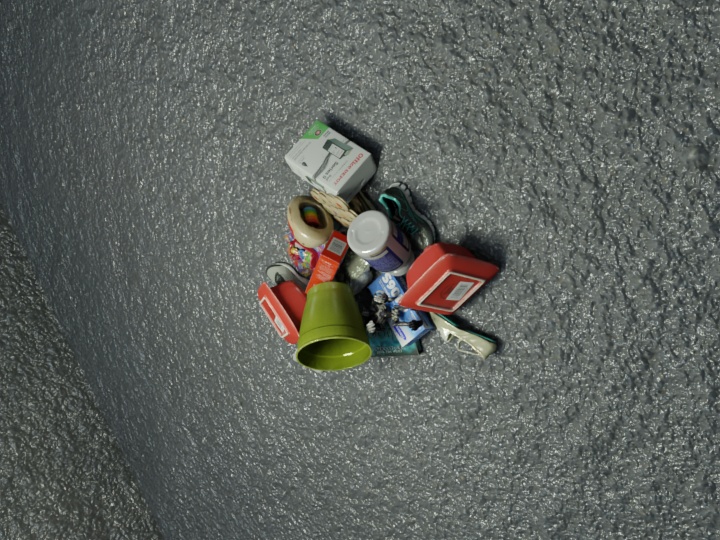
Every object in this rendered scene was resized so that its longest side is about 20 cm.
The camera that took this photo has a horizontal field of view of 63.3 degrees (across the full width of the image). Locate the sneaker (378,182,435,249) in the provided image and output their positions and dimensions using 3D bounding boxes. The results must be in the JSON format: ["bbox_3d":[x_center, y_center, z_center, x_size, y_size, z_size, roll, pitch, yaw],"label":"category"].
[{"bbox_3d":[0.114,-0.133,1.516,0.200,0.091,0.078,55,130,10],"label":"sneaker"}]

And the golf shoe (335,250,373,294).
[{"bbox_3d":[0.000,0.000,1.650,0.200,0.097,0.078,-55,51,44],"label":"golf shoe"}]

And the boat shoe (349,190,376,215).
[{"bbox_3d":[-0.035,-0.206,1.619,0.202,0.075,0.075,46,128,17],"label":"boat shoe"}]

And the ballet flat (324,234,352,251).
[{"bbox_3d":[-0.023,-0.076,1.652,0.200,0.075,0.068,-5,95,39],"label":"ballet flat"}]

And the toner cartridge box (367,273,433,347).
[{"bbox_3d":[0.108,0.099,1.600,0.095,0.043,0.200,-44,65,33],"label":"toner cartridge box"}]

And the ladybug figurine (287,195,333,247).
[{"bbox_3d":[-0.148,-0.136,1.658,0.072,0.136,0.200,-59,29,37],"label":"ladybug figurine"}]

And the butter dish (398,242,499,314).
[{"bbox_3d":[0.200,-0.001,1.447,0.200,0.199,0.148,-50,44,32],"label":"butter dish"}]

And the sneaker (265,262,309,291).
[{"bbox_3d":[-0.231,0.037,1.853,0.200,0.079,0.074,29,123,29],"label":"sneaker"}]

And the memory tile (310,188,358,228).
[{"bbox_3d":[-0.053,-0.158,1.590,0.153,0.017,0.200,45,170,-30],"label":"memory tile"}]

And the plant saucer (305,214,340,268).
[{"bbox_3d":[-0.123,-0.090,1.765,0.070,0.019,0.200,47,129,16],"label":"plant saucer"}]

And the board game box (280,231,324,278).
[{"bbox_3d":[-0.177,-0.047,1.768,0.200,0.039,0.158,-18,101,54],"label":"board game box"}]

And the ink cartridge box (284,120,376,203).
[{"bbox_3d":[-0.079,-0.290,1.573,0.200,0.084,0.146,36,81,23],"label":"ink cartridge box"}]

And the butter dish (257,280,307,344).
[{"bbox_3d":[-0.197,0.102,1.726,0.200,0.148,0.200,58,160,2],"label":"butter dish"}]

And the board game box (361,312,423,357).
[{"bbox_3d":[0.077,0.182,1.692,0.200,0.028,0.135,-11,99,39],"label":"board game box"}]

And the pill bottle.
[{"bbox_3d":[0.061,-0.061,1.502,0.120,0.200,0.120,-11,64,24],"label":"pill bottle"}]

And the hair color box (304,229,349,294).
[{"bbox_3d":[-0.091,-0.010,1.632,0.061,0.102,0.200,26,141,0],"label":"hair color box"}]

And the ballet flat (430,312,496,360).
[{"bbox_3d":[0.254,0.170,1.518,0.200,0.069,0.070,28,120,29],"label":"ballet flat"}]

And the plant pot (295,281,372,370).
[{"bbox_3d":[-0.076,0.142,1.575,0.200,0.200,0.193,-38,44,40],"label":"plant pot"}]

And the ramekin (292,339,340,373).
[{"bbox_3d":[-0.104,0.208,1.736,0.098,0.200,0.201,33,124,6],"label":"ramekin"}]

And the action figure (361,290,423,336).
[{"bbox_3d":[0.063,0.113,1.544,0.200,0.102,0.119,-4,75,40],"label":"action figure"}]
